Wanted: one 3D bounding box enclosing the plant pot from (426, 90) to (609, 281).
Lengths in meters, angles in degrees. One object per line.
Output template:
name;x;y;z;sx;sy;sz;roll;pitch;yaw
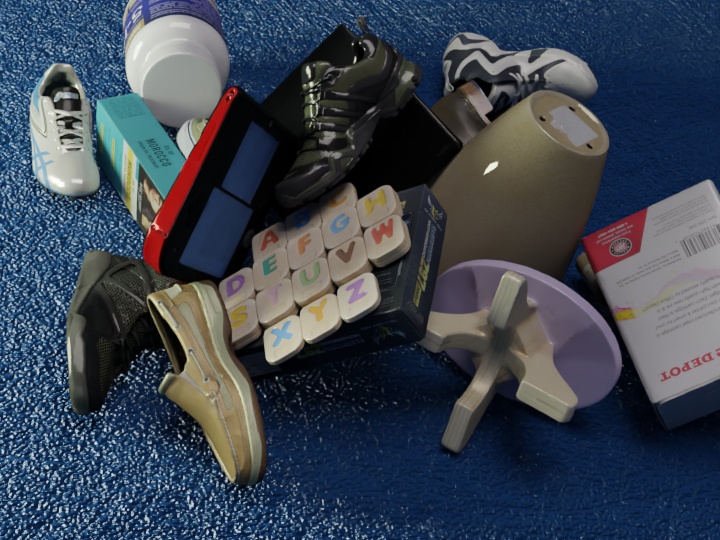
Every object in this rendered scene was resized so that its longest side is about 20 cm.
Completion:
plant pot;0.164;-0.079;1.391;0.186;0.201;0.188;19;40;-17

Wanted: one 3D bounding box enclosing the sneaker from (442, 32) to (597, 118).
sneaker;0.193;-0.222;1.699;0.198;0.080;0.130;19;45;0

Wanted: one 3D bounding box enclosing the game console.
game console;-0.124;-0.068;1.273;0.031;0.178;0.200;30;-1;15

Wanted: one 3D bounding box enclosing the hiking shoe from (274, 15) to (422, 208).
hiking shoe;-0.032;-0.151;1.331;0.101;0.076;0.200;42;72;-8

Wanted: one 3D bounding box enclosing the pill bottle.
pill bottle;-0.211;-0.247;1.562;0.119;0.121;0.200;2;31;-13

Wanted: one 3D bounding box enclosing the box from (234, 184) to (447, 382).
box;-0.023;0.013;1.281;0.199;0.051;0.159;-16;42;28

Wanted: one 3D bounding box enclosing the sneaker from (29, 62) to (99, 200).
sneaker;-0.323;-0.151;1.481;0.071;0.073;0.201;-3;43;-20

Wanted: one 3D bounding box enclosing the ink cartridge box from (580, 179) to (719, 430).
ink cartridge box;0.323;0.034;1.344;0.147;0.086;0.201;-24;59;11

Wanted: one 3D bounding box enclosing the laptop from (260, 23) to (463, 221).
laptop;-0.023;-0.135;1.444;0.200;0.187;0.116;46;5;3

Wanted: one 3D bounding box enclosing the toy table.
toy table;0.135;0.072;1.270;0.199;0.185;0.117;16;22;23

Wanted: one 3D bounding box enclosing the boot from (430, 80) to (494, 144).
boot;0.135;-0.123;1.592;0.096;0.075;0.201;-26;60;-4

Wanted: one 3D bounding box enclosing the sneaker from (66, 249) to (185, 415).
sneaker;-0.213;0.055;1.263;0.113;0.077;0.200;3;35;-1

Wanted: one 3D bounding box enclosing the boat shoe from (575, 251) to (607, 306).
boat shoe;0.329;-0.018;1.500;0.199;0.073;0.065;-17;48;-23

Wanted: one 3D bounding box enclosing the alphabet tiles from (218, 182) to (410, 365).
alphabet tiles;-0.046;-0.003;1.262;0.199;0.015;0.196;-30;35;14

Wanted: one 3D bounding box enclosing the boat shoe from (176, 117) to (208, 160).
boat shoe;-0.142;-0.121;1.405;0.072;0.062;0.200;42;9;-25

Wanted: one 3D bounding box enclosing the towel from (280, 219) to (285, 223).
towel;0.000;0.000;1.425;0.198;0.030;0.147;15;40;7

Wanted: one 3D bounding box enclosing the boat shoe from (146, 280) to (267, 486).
boat shoe;-0.143;0.103;1.210;0.076;0.072;0.201;-7;57;-28

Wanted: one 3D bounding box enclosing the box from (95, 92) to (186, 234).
box;-0.220;-0.096;1.435;0.049;0.083;0.200;-15;46;-27
